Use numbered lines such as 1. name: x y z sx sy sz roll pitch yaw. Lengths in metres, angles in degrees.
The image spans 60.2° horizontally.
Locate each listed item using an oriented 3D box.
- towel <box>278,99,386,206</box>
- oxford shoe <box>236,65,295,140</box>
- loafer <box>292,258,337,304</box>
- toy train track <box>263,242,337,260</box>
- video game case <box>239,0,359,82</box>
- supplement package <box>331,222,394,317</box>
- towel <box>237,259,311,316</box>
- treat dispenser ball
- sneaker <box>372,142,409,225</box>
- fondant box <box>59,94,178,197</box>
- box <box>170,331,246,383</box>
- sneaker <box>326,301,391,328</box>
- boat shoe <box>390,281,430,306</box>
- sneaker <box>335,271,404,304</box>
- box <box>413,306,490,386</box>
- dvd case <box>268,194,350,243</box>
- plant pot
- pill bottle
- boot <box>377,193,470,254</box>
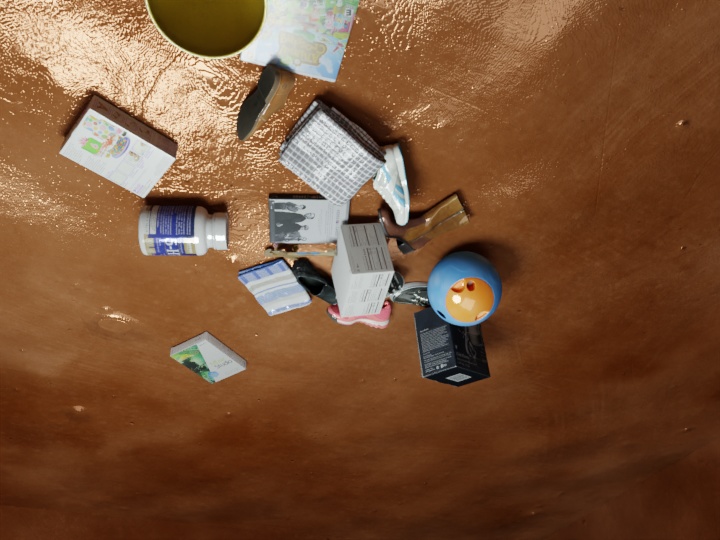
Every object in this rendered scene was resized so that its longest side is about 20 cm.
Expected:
1. towel: -0.065 -0.254 1.367 0.200 0.086 0.166 36 124 -19
2. oxford shoe: -0.199 -0.340 1.303 0.071 0.072 0.200 -4 154 -42
3. loafer: -0.119 0.046 1.722 0.068 0.071 0.201 -28 134 21
4. toy train track: -0.157 -0.053 1.615 0.199 0.033 0.115 0 171 18
5. video game case: -0.121 -0.469 1.203 0.199 0.022 0.183 8 135 -16
6. supplement package: 0.000 0.000 1.600 0.110 0.156 0.200 -4 146 -15
7. towel: -0.239 0.052 1.744 0.146 0.024 0.200 -16 137 13
8. treat dispenser ball: 0.281 0.049 1.678 0.200 0.202 0.202 -3 137 -3
9. sneaker: 0.073 -0.199 1.466 0.080 0.077 0.201 -10 117 7
10. fondant box: -0.522 -0.264 1.349 0.200 0.058 0.144 29 127 -34
11. box: -0.477 0.278 1.955 0.144 0.036 0.200 -25 133 19
12. sneaker: -0.001 0.111 1.822 0.199 0.074 0.087 7 122 -20
13. boat shoe: 0.186 0.073 1.798 0.199 0.057 0.069 -7 138 0
14. sneaker: 0.029 0.062 1.746 0.199 0.076 0.081 -17 175 4
15. box: 0.269 0.221 1.826 0.124 0.198 0.200 -26 149 32
16. dvd case: -0.131 -0.128 1.568 0.199 0.025 0.151 0 137 -8
17. plant pot: -0.259 -0.493 1.072 0.199 0.142 0.201 -3 137 -3
18. pill bottle: -0.422 -0.096 1.497 0.199 0.120 0.120 0 137 -7
19. boot: 0.159 -0.133 1.567 0.199 0.069 0.188 -26 132 18
